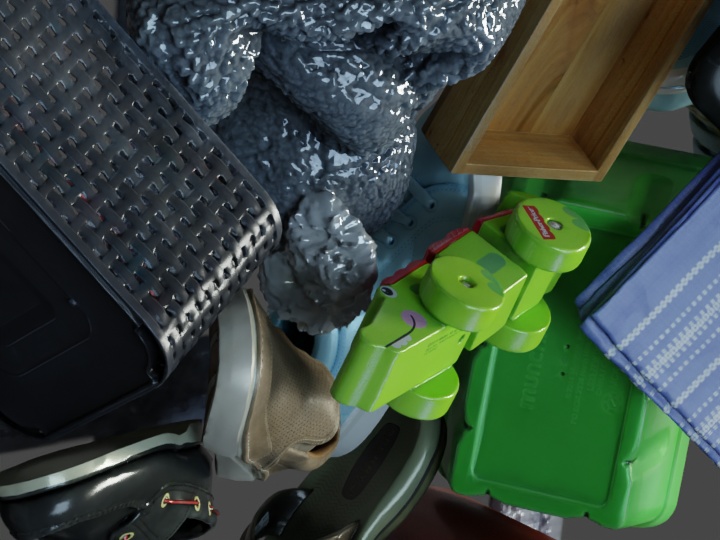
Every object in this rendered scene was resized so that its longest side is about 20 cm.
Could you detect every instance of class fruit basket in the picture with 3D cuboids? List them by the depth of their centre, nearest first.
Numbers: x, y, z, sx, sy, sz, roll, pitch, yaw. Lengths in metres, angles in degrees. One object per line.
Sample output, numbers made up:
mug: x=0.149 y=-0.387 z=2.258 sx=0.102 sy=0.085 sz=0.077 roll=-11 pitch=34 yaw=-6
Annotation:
fruit basket: x=0.129 y=0.028 z=1.403 sx=0.216 sy=0.154 sz=0.217 roll=12 pitch=90 yaw=-81

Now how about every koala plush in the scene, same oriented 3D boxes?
koala plush: x=-0.018 y=-0.083 z=1.199 sx=0.182 sy=0.178 sz=0.201 roll=1 pitch=130 yaw=-6

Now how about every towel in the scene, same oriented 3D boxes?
towel: x=0.213 y=0.035 z=1.307 sx=0.145 sy=0.024 sz=0.200 roll=-46 pitch=112 yaw=-1

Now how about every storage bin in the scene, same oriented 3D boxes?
storage bin: x=-0.148 y=-0.041 z=1.103 sx=0.200 sy=0.135 sz=0.094 roll=48 pitch=52 yaw=-13

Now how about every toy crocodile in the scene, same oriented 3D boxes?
toy crocodile: x=0.046 y=0.010 z=1.212 sx=0.200 sy=0.062 sz=0.068 roll=-32 pitch=153 yaw=-49

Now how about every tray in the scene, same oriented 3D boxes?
tray: x=0.115 y=-0.130 z=1.233 sx=0.098 sy=0.037 sz=0.201 roll=1 pitch=131 yaw=-38

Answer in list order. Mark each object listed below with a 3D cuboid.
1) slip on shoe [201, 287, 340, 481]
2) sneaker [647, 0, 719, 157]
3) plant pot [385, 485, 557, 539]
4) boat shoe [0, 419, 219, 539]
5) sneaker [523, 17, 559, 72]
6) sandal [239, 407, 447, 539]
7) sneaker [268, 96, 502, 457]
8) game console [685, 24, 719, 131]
slip on shoe: x=-0.039 y=0.057 z=1.207 sx=0.060 sy=0.200 sz=0.077 roll=3 pitch=72 yaw=0
sneaker: x=0.193 y=-0.088 z=1.387 sx=0.200 sy=0.079 sz=0.131 roll=-34 pitch=131 yaw=-50
plant pot: x=0.070 y=0.215 z=1.373 sx=0.200 sy=0.195 sz=0.202 roll=-13 pitch=115 yaw=-31
boat shoe: x=-0.112 y=0.106 z=1.217 sx=0.201 sy=0.073 sz=0.064 roll=3 pitch=78 yaw=-77
sneaker: x=0.077 y=-0.195 z=1.259 sx=0.075 sy=0.116 sz=0.200 roll=11 pitch=125 yaw=-42
sandal: x=-0.031 y=0.138 z=1.349 sx=0.057 sy=0.080 sz=0.202 roll=44 pitch=71 yaw=-43
sneaker: x=0.000 y=0.000 z=1.308 sx=0.082 sy=0.074 sz=0.201 roll=17 pitch=103 yaw=-41
game console: x=0.255 y=-0.104 z=1.301 sx=0.200 sy=0.116 sz=0.176 roll=40 pitch=90 yaw=-23
